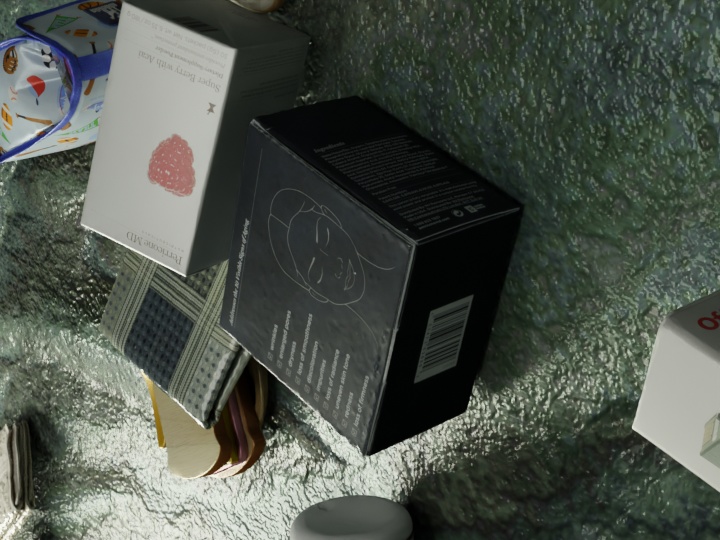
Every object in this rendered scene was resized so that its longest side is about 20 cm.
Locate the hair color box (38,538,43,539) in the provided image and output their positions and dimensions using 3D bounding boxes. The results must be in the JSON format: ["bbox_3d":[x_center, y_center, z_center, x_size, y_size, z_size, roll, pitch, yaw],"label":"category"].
[{"bbox_3d":[-0.444,0.426,1.940,0.200,0.064,0.112,-38,73,48],"label":"hair color box"}]

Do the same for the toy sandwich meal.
[{"bbox_3d":[-0.164,0.106,1.487,0.204,0.070,0.208,21,118,44],"label":"toy sandwich meal"}]

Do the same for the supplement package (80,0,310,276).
[{"bbox_3d":[-0.141,-0.118,1.297,0.120,0.119,0.202,24,114,22],"label":"supplement package"}]

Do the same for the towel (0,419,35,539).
[{"bbox_3d":[-0.447,0.283,1.866,0.200,0.034,0.133,-52,38,38],"label":"towel"}]

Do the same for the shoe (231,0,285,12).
[{"bbox_3d":[-0.137,-0.279,1.330,0.200,0.053,0.070,40,131,34],"label":"shoe"}]

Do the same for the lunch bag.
[{"bbox_3d":[-0.244,-0.185,1.402,0.199,0.169,0.125,-10,100,52],"label":"lunch bag"}]

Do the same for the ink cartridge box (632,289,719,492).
[{"bbox_3d":[0.283,0.091,0.894,0.200,0.145,0.085,37,130,36],"label":"ink cartridge box"}]

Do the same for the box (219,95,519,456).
[{"bbox_3d":[0.000,0.000,1.214,0.196,0.123,0.202,37,129,34],"label":"box"}]

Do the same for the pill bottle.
[{"bbox_3d":[0.000,0.307,1.336,0.109,0.109,0.202,11,112,47],"label":"pill bottle"}]

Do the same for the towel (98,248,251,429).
[{"bbox_3d":[-0.153,0.015,1.432,0.192,0.034,0.202,35,105,40],"label":"towel"}]
